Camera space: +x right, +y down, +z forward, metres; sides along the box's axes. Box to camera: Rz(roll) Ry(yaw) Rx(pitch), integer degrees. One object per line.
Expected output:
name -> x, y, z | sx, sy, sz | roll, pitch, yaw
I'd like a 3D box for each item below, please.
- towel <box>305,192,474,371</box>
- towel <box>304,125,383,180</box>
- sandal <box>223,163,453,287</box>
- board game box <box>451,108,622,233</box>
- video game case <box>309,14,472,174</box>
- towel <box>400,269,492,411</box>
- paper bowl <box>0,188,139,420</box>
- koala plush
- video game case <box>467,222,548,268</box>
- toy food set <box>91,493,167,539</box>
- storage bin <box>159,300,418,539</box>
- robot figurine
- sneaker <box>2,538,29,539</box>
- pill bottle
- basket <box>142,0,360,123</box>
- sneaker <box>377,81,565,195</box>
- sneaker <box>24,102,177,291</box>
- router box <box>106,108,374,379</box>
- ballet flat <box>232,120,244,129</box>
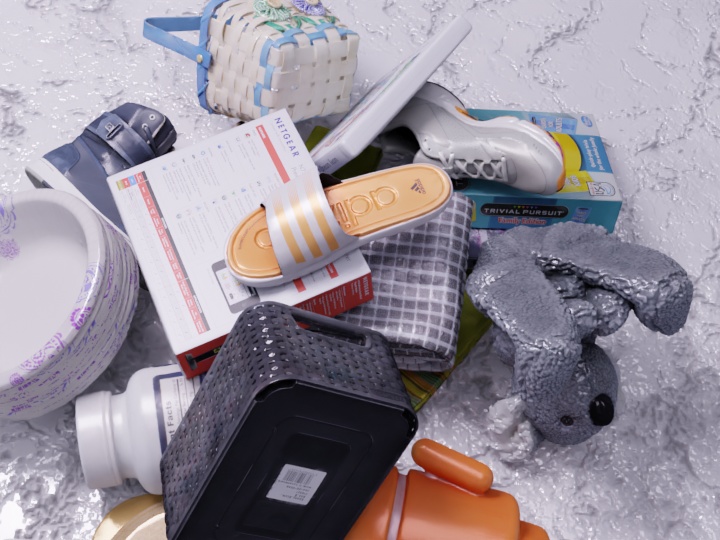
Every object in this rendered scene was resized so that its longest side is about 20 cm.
towel -> 0.000, 0.000, 0.966 | 0.199, 0.086, 0.167 | 6, 70, 6
towel -> -0.051, -0.067, 1.086 | 0.086, 0.018, 0.201 | 23, 61, 7
sandal -> -0.021, -0.057, 0.861 | 0.206, 0.059, 0.079 | -22, 60, -9
board game box -> 0.159, -0.108, 1.087 | 0.198, 0.047, 0.152 | 2, 43, -5
video game case -> 0.008, -0.158, 1.039 | 0.024, 0.182, 0.200 | 45, 64, -11
towel -> 0.076, 0.050, 1.024 | 0.086, 0.018, 0.200 | 37, 64, 14
paper bowl -> -0.290, 0.036, 0.933 | 0.199, 0.104, 0.202 | -12, 57, 20
koala plush -> 0.185, 0.076, 0.940 | 0.177, 0.201, 0.184 | -25, 35, -18
video game case -> 0.156, -0.052, 1.074 | 0.198, 0.019, 0.143 | 3, 43, -3
toy food set -> -0.138, 0.285, 0.865 | 0.198, 0.049, 0.199 | 3, 61, -4
storage bin -> -0.061, 0.139, 0.808 | 0.135, 0.201, 0.094 | 18, 29, -26
robot figurine -> 0.061, 0.230, 0.875 | 0.199, 0.144, 0.117 | 13, 44, 2
sneaker -> -0.270, 0.306, 0.809 | 0.075, 0.088, 0.201 | -37, 62, 9
pill bottle -> -0.143, 0.135, 0.911 | 0.199, 0.111, 0.112 | -8, 62, -10
basket -> -0.108, -0.236, 1.099 | 0.199, 0.140, 0.176 | 26, 32, 34
sneaker -> 0.102, -0.109, 1.003 | 0.199, 0.076, 0.092 | 28, 54, 31
sneaker -> -0.222, -0.082, 1.044 | 0.146, 0.077, 0.202 | -40, 70, -21
router box -> -0.108, -0.029, 0.915 | 0.179, 0.049, 0.201 | -22, 60, -9
ballet flat -> -0.137, -0.070, 1.051 | 0.067, 0.068, 0.201 | -15, 51, 14
